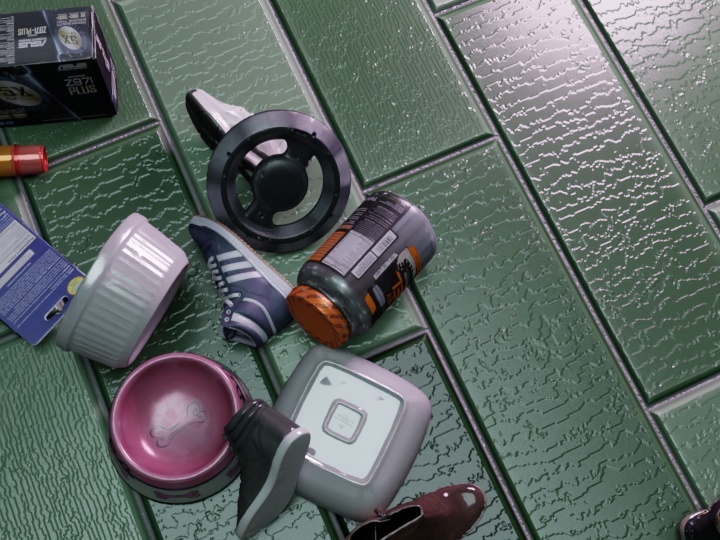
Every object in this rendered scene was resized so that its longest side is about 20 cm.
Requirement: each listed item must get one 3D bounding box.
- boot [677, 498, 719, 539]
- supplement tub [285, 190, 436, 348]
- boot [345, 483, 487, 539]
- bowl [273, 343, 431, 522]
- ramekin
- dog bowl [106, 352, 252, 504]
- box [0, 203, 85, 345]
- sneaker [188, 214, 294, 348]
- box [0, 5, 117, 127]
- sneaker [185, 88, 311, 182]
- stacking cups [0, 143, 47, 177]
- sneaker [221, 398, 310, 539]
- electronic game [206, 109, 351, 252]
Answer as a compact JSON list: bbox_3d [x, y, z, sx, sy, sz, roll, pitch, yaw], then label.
[{"bbox_3d":[0.506,0.295,1.340,0.202,0.154,0.074,-19,72,-8],"label":"boot"},{"bbox_3d":[0.000,0.000,1.440,0.122,0.123,0.200,38,66,11],"label":"supplement tub"},{"bbox_3d":[0.073,0.307,1.319,0.199,0.167,0.073,-23,72,-9],"label":"boot"},{"bbox_3d":[-0.020,0.203,1.405,0.199,0.075,0.201,26,72,6],"label":"bowl"},{"bbox_3d":[-0.300,0.033,1.400,0.094,0.202,0.203,30,72,-4],"label":"ramekin"},{"bbox_3d":[-0.235,0.196,1.402,0.198,0.074,0.202,1,71,-2],"label":"dog bowl"},{"bbox_3d":[-0.473,0.004,1.486,0.200,0.032,0.121,38,74,13],"label":"box"},{"bbox_3d":[-0.181,0.019,1.469,0.200,0.070,0.109,40,72,9],"label":"sneaker"},{"bbox_3d":[-0.454,-0.282,1.521,0.198,0.164,0.087,-6,70,-4],"label":"box"},{"bbox_3d":[-0.152,-0.204,1.558,0.200,0.076,0.115,45,67,5],"label":"sneaker"},{"bbox_3d":[-0.544,-0.148,1.527,0.198,0.061,0.061,-2,70,-3],"label":"stacking cups"},{"bbox_3d":[-0.132,0.241,1.350,0.099,0.201,0.070,41,36,26],"label":"sneaker"},{"bbox_3d":[-0.111,-0.120,1.482,0.198,0.042,0.201,-4,111,-9],"label":"electronic game"}]
